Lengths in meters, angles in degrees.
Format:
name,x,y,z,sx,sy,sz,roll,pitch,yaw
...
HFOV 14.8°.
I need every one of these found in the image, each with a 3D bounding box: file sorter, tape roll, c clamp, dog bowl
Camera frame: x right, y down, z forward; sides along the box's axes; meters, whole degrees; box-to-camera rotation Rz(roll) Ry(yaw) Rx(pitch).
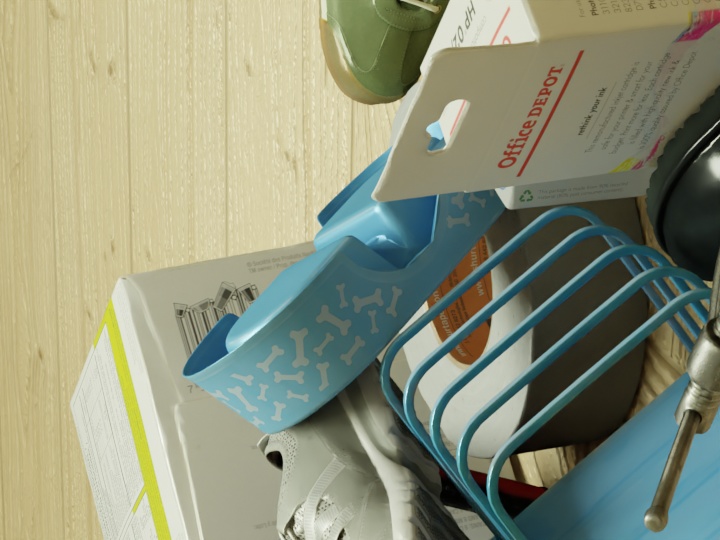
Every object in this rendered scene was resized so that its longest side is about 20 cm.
name,x,y,z,sx,sy,sz,roll,pitch,yaw
file sorter,0.105,0.067,1.176,0.123,0.139,0.200,51,177,-17
tape roll,0.077,-0.005,1.437,0.200,0.066,0.202,172,90,-70
c clamp,0.154,-0.028,0.988,0.171,0.027,0.201,-67,-3,-58
dog bowl,0.000,0.000,1.303,0.050,0.200,0.111,48,147,-10

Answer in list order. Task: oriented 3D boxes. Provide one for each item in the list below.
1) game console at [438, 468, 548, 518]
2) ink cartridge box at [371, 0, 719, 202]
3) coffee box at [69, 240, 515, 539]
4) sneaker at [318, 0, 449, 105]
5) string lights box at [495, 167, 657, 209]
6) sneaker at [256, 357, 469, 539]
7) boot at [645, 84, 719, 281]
name,x,y,z,sx,sy,sz,roll,pitch,yaw
game console,0.067,0.165,1.411,0.200,0.171,0.119,174,109,-79
ink cartridge box,0.099,-0.094,1.133,0.115,0.199,0.068,114,142,-56
coffee box,-0.042,0.115,1.618,0.198,0.199,0.201,119,138,-61
sneaker,0.030,-0.188,1.438,0.090,0.067,0.201,-179,100,-68
string lights box,0.113,-0.130,1.224,0.059,0.102,0.201,-119,29,-52
sneaker,0.003,0.126,1.250,0.075,0.082,0.200,52,-168,-33
boot,0.190,-0.001,1.101,0.200,0.076,0.169,119,142,-53
